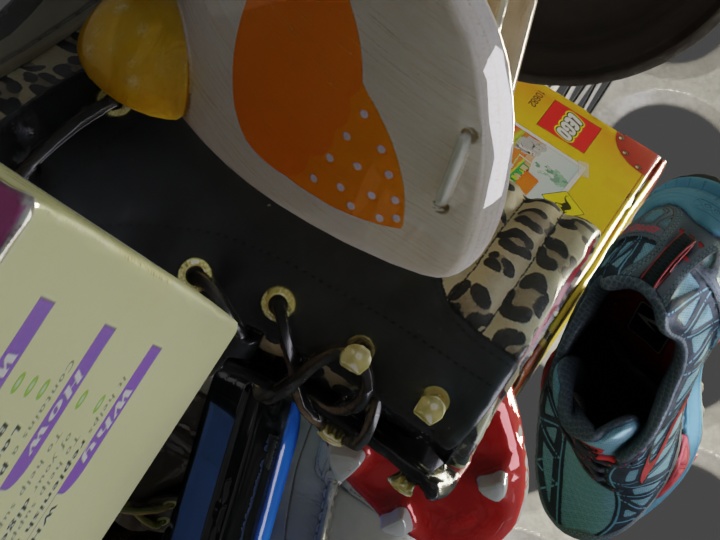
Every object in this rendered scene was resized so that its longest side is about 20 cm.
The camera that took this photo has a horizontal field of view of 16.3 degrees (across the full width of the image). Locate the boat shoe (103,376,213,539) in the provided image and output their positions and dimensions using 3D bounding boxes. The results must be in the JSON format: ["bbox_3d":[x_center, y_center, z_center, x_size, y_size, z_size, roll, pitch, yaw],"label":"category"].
[{"bbox_3d":[-0.088,0.086,1.088,0.060,0.072,0.200,-59,-179,-19],"label":"boat shoe"}]

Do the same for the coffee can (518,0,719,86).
[{"bbox_3d":[0.089,-0.156,0.886,0.147,0.146,0.200,-60,174,21],"label":"coffee can"}]

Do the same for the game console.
[{"bbox_3d":[-0.106,0.106,0.890,0.200,0.118,0.171,-179,-75,-82],"label":"game console"}]

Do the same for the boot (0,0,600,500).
[{"bbox_3d":[-0.044,0.011,0.595,0.204,0.154,0.074,-52,172,-40],"label":"boot"}]

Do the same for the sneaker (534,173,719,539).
[{"bbox_3d":[0.104,0.050,1.081,0.095,0.079,0.200,-39,153,-43],"label":"sneaker"}]

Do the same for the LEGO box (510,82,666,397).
[{"bbox_3d":[0.032,-0.018,1.142,0.200,0.149,0.077,-50,170,-51],"label":"LEGO box"}]

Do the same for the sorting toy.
[{"bbox_3d":[0.007,-0.136,0.569,0.200,0.107,0.180,-73,175,-49],"label":"sorting toy"}]

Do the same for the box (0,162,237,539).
[{"bbox_3d":[-0.119,0.048,0.425,0.176,0.097,0.200,-57,172,-2],"label":"box"}]

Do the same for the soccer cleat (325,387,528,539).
[{"bbox_3d":[0.000,0.000,0.824,0.069,0.200,0.085,-27,-165,22],"label":"soccer cleat"}]

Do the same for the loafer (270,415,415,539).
[{"bbox_3d":[0.005,0.075,0.926,0.070,0.070,0.200,-18,-135,29],"label":"loafer"}]
